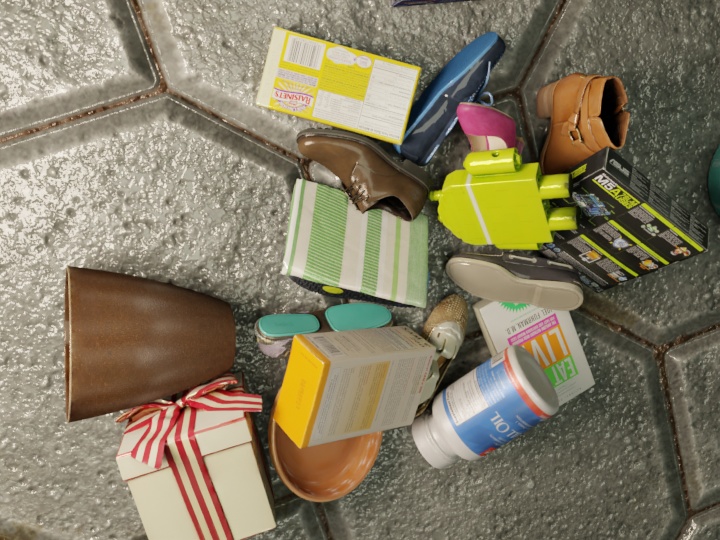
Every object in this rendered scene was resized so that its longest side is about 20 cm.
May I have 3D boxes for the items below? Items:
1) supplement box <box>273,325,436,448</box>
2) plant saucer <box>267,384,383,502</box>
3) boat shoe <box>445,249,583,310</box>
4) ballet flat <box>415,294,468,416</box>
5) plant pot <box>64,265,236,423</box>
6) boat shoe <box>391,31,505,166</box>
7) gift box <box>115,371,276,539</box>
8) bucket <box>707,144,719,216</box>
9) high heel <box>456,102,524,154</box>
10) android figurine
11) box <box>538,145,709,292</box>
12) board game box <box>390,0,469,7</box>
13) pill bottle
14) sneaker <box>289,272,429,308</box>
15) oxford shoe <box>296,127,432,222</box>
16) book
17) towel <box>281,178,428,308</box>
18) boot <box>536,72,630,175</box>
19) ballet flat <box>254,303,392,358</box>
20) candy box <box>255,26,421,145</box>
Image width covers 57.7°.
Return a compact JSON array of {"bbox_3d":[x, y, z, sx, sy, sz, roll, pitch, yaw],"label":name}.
[{"bbox_3d":[-0.005,0.149,0.871,0.199,0.073,0.127,0,113,-41],"label":"supplement box"},{"bbox_3d":[-0.051,0.221,0.927,0.199,0.037,0.202,4,84,-40],"label":"plant saucer"},{"bbox_3d":[0.224,0.005,0.953,0.199,0.063,0.073,13,141,6],"label":"boat shoe"},{"bbox_3d":[0.111,0.132,0.966,0.070,0.065,0.201,23,96,-17],"label":"ballet flat"},{"bbox_3d":[-0.268,0.088,0.835,0.199,0.187,0.188,-1,102,-27],"label":"plant pot"},{"bbox_3d":[0.127,-0.232,0.895,0.069,0.084,0.200,37,109,-24],"label":"boat shoe"},{"bbox_3d":[-0.205,0.247,0.861,0.183,0.200,0.188,-17,104,-13],"label":"gift box"},{"bbox_3d":[0.645,-0.138,0.983,0.206,0.135,0.209,-2,102,-10],"label":"bucket"},{"bbox_3d":[0.167,-0.154,0.873,0.067,0.200,0.097,18,91,26],"label":"high heel"},{"bbox_3d":[0.190,-0.089,0.887,0.182,0.199,0.041,56,44,-42],"label":"android figurine"},{"bbox_3d":[0.337,-0.061,0.913,0.199,0.193,0.048,32,56,-15],"label":"box"},{"bbox_3d":[0.132,-0.459,0.846,0.198,0.062,0.201,-9,104,-10],"label":"board game box"},{"bbox_3d":[0.176,0.205,0.951,0.200,0.112,0.112,-39,108,23],"label":"pill bottle"},{"bbox_3d":[0.000,0.000,0.924,0.199,0.066,0.079,8,74,-8],"label":"sneaker"},{"bbox_3d":[0.001,-0.126,0.872,0.199,0.073,0.085,24,69,-13],"label":"oxford shoe"},{"bbox_3d":[0.270,0.115,1.010,0.133,0.048,0.201,-26,102,-6],"label":"book"},{"bbox_3d":[-0.002,-0.037,0.887,0.199,0.023,0.154,14,59,-15],"label":"towel"},{"bbox_3d":[0.316,-0.170,0.896,0.076,0.155,0.201,-14,104,-14],"label":"boot"},{"bbox_3d":[-0.053,0.089,0.928,0.199,0.072,0.073,-4,103,-19],"label":"ballet flat"},{"bbox_3d":[-0.028,-0.240,0.855,0.199,0.026,0.103,16,99,-1],"label":"candy box"}]
